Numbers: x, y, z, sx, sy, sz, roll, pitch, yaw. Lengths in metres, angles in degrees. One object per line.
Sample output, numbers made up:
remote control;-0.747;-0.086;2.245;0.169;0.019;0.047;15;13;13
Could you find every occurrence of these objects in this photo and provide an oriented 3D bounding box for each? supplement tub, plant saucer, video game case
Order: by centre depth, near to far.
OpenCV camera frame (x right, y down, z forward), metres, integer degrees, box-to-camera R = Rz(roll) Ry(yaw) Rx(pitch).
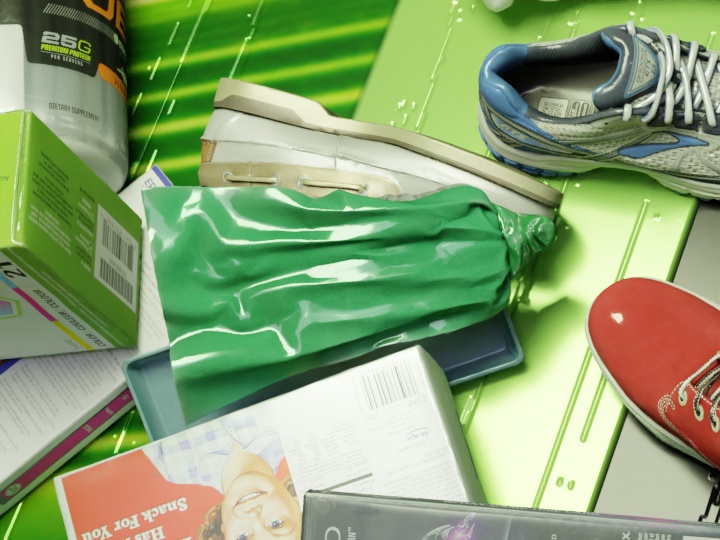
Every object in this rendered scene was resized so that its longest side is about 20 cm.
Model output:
video game case;0.068;0.181;0.998;0.199;0.019;0.143;4;93;8
plant saucer;-0.020;0.046;1.113;0.199;0.019;0.070;-20;98;7
supplement tub;-0.192;-0.135;1.196;0.122;0.123;0.201;-10;67;12

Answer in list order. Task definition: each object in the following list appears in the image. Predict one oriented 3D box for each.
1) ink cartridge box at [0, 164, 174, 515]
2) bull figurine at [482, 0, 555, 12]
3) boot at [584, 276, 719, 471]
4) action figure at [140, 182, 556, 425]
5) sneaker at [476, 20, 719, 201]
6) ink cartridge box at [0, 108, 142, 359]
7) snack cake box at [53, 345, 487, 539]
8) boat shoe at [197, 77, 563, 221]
ink cartridge box;-0.159;0.041;1.163;0.200;0.037;0.095;-40;62;0
bull figurine;0.143;-0.198;1.146;0.199;0.065;0.122;2;102;10
boot;0.174;0.054;0.997;0.072;0.144;0.200;-46;62;-3
action figure;0.000;0.000;1.068;0.199;0.055;0.119;-10;97;-1
sneaker;0.151;-0.085;1.094;0.199;0.085;0.077;0;68;16
ink cartridge box;-0.231;-0.009;1.106;0.199;0.148;0.076;-7;67;16
snack cake box;-0.039;0.128;1.066;0.199;0.067;0.115;-20;73;8
boat shoe;0.008;-0.043;1.133;0.199;0.075;0.069;17;90;22
